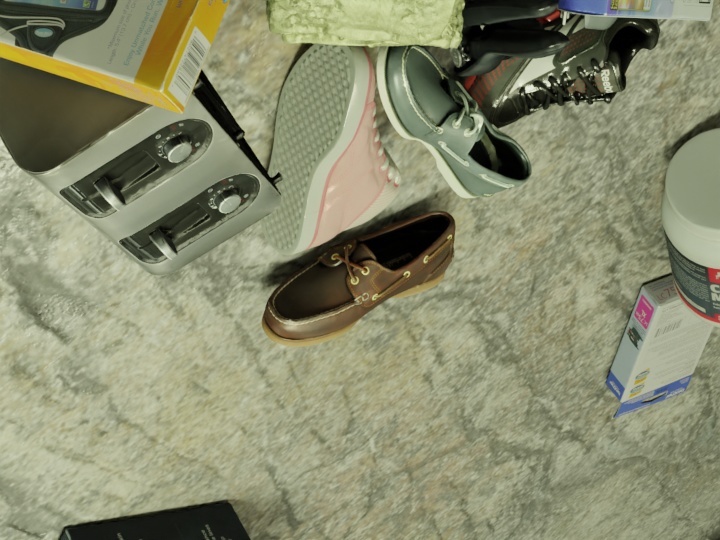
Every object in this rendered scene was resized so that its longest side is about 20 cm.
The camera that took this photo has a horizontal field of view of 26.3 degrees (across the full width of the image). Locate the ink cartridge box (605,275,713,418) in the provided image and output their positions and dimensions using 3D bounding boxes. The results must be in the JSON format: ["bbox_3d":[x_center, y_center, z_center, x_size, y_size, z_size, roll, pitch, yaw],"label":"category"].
[{"bbox_3d":[0.358,0.082,1.810,0.118,0.042,0.201,-18,139,-27],"label":"ink cartridge box"}]

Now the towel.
[{"bbox_3d":[0.007,-0.237,1.066,0.146,0.037,0.201,2,135,-2],"label":"towel"}]

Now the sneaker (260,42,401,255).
[{"bbox_3d":[-0.011,-0.106,1.228,0.104,0.075,0.202,-17,141,-37],"label":"sneaker"}]

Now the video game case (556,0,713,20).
[{"bbox_3d":[0.217,-0.289,1.137,0.180,0.045,0.203,-11,110,-54],"label":"video game case"}]

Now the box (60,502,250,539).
[{"bbox_3d":[-0.182,0.347,1.490,0.198,0.197,0.118,-2,134,-41],"label":"box"}]

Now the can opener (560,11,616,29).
[{"bbox_3d":[0.183,-0.278,1.188,0.066,0.054,0.201,10,133,6],"label":"can opener"}]

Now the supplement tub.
[{"bbox_3d":[0.387,-0.041,1.601,0.140,0.141,0.200,-34,146,-4],"label":"supplement tub"}]

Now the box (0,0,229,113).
[{"bbox_3d":[-0.169,-0.176,0.889,0.120,0.198,0.041,-68,158,-9],"label":"box"}]

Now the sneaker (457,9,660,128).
[{"bbox_3d":[0.166,-0.170,1.288,0.200,0.098,0.071,-36,148,1],"label":"sneaker"}]

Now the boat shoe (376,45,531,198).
[{"bbox_3d":[0.077,-0.123,1.222,0.200,0.061,0.074,47,52,-49],"label":"boat shoe"}]

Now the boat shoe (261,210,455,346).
[{"bbox_3d":[0.000,0.000,1.363,0.199,0.071,0.071,-27,153,-30],"label":"boat shoe"}]

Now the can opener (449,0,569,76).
[{"bbox_3d":[0.108,-0.186,1.158,0.078,0.064,0.200,-29,-171,-8],"label":"can opener"}]

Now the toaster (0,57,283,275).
[{"bbox_3d":[-0.161,-0.115,0.989,0.118,0.201,0.181,-35,154,2],"label":"toaster"}]
